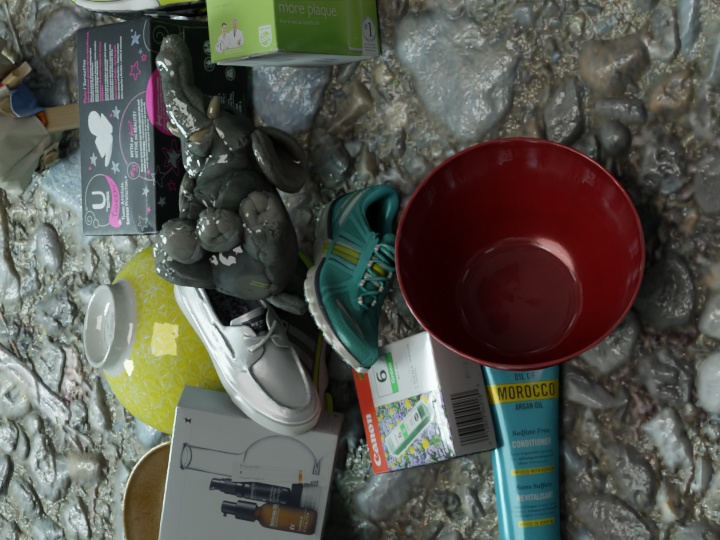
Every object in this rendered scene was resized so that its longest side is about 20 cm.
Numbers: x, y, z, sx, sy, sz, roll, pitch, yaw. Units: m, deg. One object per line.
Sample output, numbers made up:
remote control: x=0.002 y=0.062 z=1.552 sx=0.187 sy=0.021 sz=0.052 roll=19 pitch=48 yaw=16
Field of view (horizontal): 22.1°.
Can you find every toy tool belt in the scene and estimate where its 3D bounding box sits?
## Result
toy tool belt: x=-0.386 y=-0.186 z=1.955 sx=0.123 sy=0.125 sz=0.200 roll=-42 pitch=67 yaw=-1

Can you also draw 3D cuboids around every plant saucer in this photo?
plant saucer: x=-0.147 y=0.258 z=1.808 sx=0.199 sy=0.035 sz=0.202 roll=9 pitch=107 yaw=32

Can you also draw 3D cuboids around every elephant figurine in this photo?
elephant figurine: x=-0.113 y=-0.085 z=1.622 sx=0.156 sy=0.140 sz=0.201 roll=100 pitch=169 yaw=-53

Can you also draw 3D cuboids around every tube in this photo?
tube: x=0.140 y=0.146 z=1.570 sx=0.050 sy=0.077 sz=0.202 roll=-177 pitch=82 yaw=-70

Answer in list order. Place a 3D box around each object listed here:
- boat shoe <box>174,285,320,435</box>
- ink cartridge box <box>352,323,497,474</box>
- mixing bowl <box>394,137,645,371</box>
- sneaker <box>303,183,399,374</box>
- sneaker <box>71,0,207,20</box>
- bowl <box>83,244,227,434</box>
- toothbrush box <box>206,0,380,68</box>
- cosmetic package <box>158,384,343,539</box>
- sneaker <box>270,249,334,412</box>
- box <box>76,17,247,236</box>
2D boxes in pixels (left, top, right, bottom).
boat shoe: x=-0.099 y=0.056 z=1.648 sx=0.201 sy=0.072 sz=0.069 roll=59 pitch=156 yaw=24
ink cartridge box: x=0.036 y=0.120 z=1.620 sx=0.200 sy=0.050 sz=0.110 roll=-22 pitch=78 yaw=56
mixing bowl: x=0.131 y=0.003 z=1.510 sx=0.199 sy=0.109 sz=0.202 roll=-2 pitch=68 yaw=4
sneaker: x=0.000 y=0.000 z=1.623 sx=0.079 sy=0.077 sz=0.201 roll=-25 pitch=44 yaw=26
sneaker: x=-0.203 y=-0.291 z=1.810 sx=0.199 sy=0.074 sz=0.082 roll=1 pitch=87 yaw=32
bowl: x=-0.202 y=0.058 z=1.766 sx=0.200 sy=0.107 sz=0.202 roll=-22 pitch=64 yaw=57
toothbrush box: x=-0.065 y=-0.287 z=1.651 sx=0.086 sy=0.145 sz=0.202 roll=-6 pitch=88 yaw=39
cosmetic package: x=-0.105 y=0.216 z=1.694 sx=0.150 sy=0.052 sz=0.201 roll=10 pitch=112 yaw=3
sneaker: x=-0.075 y=0.071 z=1.723 sx=0.074 sy=0.081 sz=0.202 roll=-10 pitch=87 yaw=38
box: x=-0.189 y=-0.135 z=1.771 sx=0.114 sy=0.132 sz=0.202 roll=1 pitch=93 yaw=42
